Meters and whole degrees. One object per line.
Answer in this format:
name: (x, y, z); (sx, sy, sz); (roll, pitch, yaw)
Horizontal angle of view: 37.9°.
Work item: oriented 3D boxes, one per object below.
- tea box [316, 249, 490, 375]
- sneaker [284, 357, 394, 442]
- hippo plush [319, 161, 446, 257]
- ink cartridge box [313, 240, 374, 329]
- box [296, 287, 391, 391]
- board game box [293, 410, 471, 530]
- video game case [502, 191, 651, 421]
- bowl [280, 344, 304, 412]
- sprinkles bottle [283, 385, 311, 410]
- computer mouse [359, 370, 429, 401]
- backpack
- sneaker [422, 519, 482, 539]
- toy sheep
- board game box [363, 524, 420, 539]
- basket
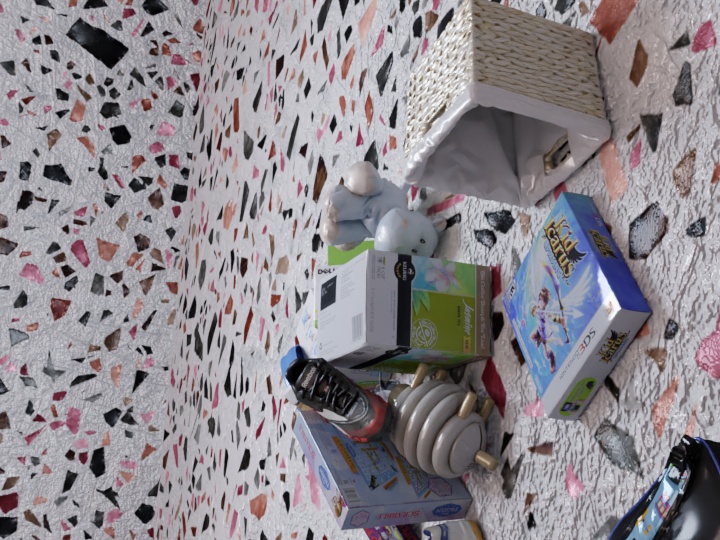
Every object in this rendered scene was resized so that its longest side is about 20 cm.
tea box: (0.059, 0.066, 1.507); (0.200, 0.193, 0.136); (149, 124, -65)
sneaker: (-0.036, 0.174, 1.452); (0.199, 0.098, 0.071); (26, 79, 48)
hippo plush: (0.039, -0.060, 1.659); (0.161, 0.199, 0.160); (48, 111, 28)
ink cartridge box: (0.000, 0.000, 1.730); (0.076, 0.145, 0.204); (47, -139, -68)
box: (-0.030, 0.136, 1.825); (0.201, 0.111, 0.103); (-113, 37, -51)
board game box: (0.028, 0.275, 1.488); (0.201, 0.196, 0.042); (57, 136, 49)
video game case: (0.247, 0.041, 1.244); (0.202, 0.045, 0.183); (-106, 32, -45)
bowl: (-0.080, 0.228, 1.851); (0.203, 0.039, 0.201); (60, -175, -9)
sprinkles bottle: (-0.035, 0.247, 1.704); (0.068, 0.200, 0.068); (-45, -1, -1)
computer mouse: (0.068, 0.209, 1.657); (0.139, 0.046, 0.203); (-28, 62, 38)
backpack: (0.304, 0.267, 0.906); (0.184, 0.132, 0.201); (-104, 30, -42)
sneaker: (0.097, 0.424, 1.449); (0.075, 0.087, 0.203); (-124, 44, -56)
toy sheep: (0.110, 0.213, 1.432); (0.199, 0.136, 0.140); (29, 112, 44)
board game box: (0.009, 0.347, 1.634); (0.202, 0.032, 0.120); (58, 155, 4)
basket: (0.172, -0.203, 1.306); (0.198, 0.197, 0.164); (134, 140, -56)
